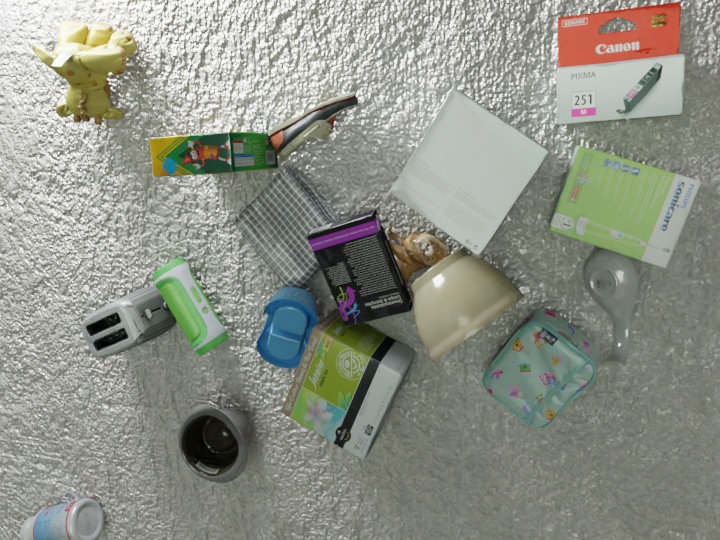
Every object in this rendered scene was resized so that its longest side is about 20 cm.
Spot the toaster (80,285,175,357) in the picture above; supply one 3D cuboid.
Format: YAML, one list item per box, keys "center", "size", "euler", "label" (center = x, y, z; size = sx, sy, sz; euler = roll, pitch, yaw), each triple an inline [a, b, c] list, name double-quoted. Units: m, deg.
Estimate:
- center: [-0.518, 0.116, 1.356]
  size: [0.197, 0.129, 0.116]
  euler: [-20, 95, 20]
  label: "toaster"

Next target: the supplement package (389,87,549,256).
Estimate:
- center: [0.190, -0.172, 1.063]
  size: [0.190, 0.147, 0.202]
  euler: [35, 109, 7]
  label: "supplement package"

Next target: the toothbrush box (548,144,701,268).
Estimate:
- center: [0.434, -0.111, 1.033]
  size: [0.196, 0.086, 0.149]
  euler: [19, 106, 13]
  label: "toothbrush box"

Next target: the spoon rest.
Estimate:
- center: [0.443, 0.062, 1.081]
  size: [0.098, 0.060, 0.205]
  euler: [1, 101, 49]
  label: "spoon rest"

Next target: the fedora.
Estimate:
- center: [-0.310, 0.369, 1.366]
  size: [0.177, 0.090, 0.200]
  euler: [46, 117, 5]
  label: "fedora"

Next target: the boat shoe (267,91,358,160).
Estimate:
- center: [-0.085, -0.276, 1.169]
  size: [0.197, 0.071, 0.064]
  euler: [-21, 101, 22]
  label: "boat shoe"

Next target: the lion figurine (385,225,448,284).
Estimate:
- center: [0.076, -0.002, 1.186]
  size: [0.121, 0.073, 0.202]
  euler: [31, 123, -2]
  label: "lion figurine"

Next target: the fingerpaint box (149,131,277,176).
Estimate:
- center: [-0.272, -0.222, 1.169]
  size: [0.163, 0.200, 0.075]
  euler: [0, 101, 17]
  label: "fingerpaint box"

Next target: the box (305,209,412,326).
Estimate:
- center: [0.000, 0.000, 1.149]
  size: [0.140, 0.036, 0.203]
  euler: [-14, 110, 24]
  label: "box"

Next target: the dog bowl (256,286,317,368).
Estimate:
- center: [-0.145, 0.114, 1.245]
  size: [0.109, 0.050, 0.202]
  euler: [16, 130, -4]
  label: "dog bowl"

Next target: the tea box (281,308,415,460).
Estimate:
- center: [-0.023, 0.221, 1.222]
  size: [0.194, 0.133, 0.203]
  euler: [26, 109, 11]
  label: "tea box"

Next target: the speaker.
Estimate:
- center: [-0.365, 0.079, 1.325]
  size: [0.087, 0.088, 0.202]
  euler: [-30, 92, 20]
  label: "speaker"

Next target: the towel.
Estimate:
- center: [-0.136, -0.083, 1.218]
  size: [0.165, 0.085, 0.200]
  euler: [-44, 87, 20]
  label: "towel"

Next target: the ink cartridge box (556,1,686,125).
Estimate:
- center: [0.424, -0.337, 1.011]
  size: [0.195, 0.044, 0.178]
  euler: [-1, 103, 17]
  label: "ink cartridge box"

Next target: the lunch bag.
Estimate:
- center: [0.328, 0.179, 1.113]
  size: [0.160, 0.077, 0.202]
  euler: [40, 125, 12]
  label: "lunch bag"

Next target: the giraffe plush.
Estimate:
- center: [-0.551, -0.388, 1.257]
  size: [0.169, 0.202, 0.164]
  euler: [20, 136, 8]
  label: "giraffe plush"

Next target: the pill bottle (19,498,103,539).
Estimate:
- center: [-0.758, 0.650, 1.558]
  size: [0.196, 0.109, 0.111]
  euler: [-18, 96, 20]
  label: "pill bottle"

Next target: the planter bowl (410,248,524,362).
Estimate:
- center: [0.172, 0.049, 1.100]
  size: [0.199, 0.199, 0.136]
  euler: [-39, 79, 21]
  label: "planter bowl"
